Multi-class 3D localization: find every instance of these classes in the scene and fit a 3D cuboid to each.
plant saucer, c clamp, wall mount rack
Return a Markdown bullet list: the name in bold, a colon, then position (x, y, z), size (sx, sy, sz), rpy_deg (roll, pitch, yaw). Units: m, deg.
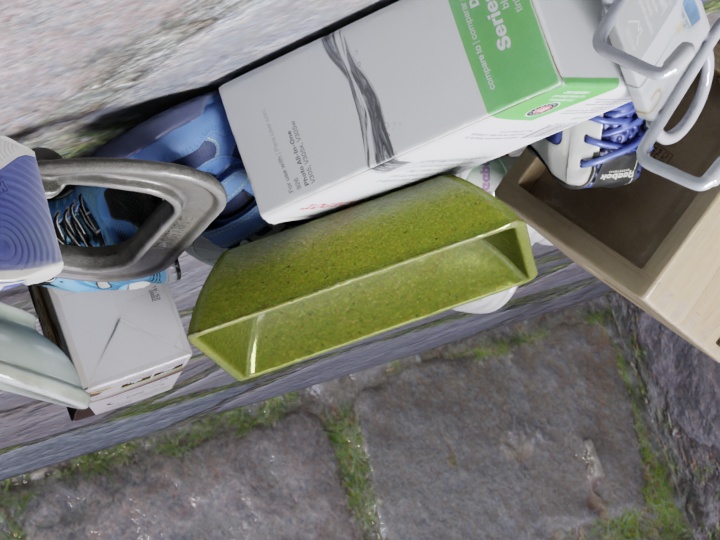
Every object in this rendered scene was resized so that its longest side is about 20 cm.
- **plant saucer**: position (0.000, 0.000, 1.567), size (0.199, 0.048, 0.200), rpy_deg (-19, 170, 3)
- **plant saucer**: position (-0.260, 0.037, 1.665), size (0.199, 0.050, 0.200), rpy_deg (16, 175, 1)
- **c clamp**: position (-0.171, -0.025, 1.479), size (0.170, 0.027, 0.200), rpy_deg (12, 155, -25)
- **wall mount rack**: position (0.197, -0.145, 1.417), size (0.174, 0.074, 0.200), rpy_deg (-56, 150, -16)

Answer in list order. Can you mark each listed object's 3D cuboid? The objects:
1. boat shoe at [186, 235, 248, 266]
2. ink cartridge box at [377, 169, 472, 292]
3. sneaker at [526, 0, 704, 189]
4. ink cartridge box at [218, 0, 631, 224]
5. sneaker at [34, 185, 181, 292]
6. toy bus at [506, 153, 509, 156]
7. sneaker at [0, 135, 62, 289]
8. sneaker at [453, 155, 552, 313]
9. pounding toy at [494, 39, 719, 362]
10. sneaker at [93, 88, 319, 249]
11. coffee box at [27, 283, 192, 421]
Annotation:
- **boat shoe**: position (-0.041, -0.063, 1.698), size (0.074, 0.065, 0.202), rpy_deg (27, 144, -27)
- **ink cartridge box**: position (-0.009, -0.028, 1.769), size (0.200, 0.050, 0.161), rpy_deg (-31, -155, 50)
- **sneaker**: position (0.152, -0.113, 1.588), size (0.080, 0.116, 0.199), rpy_deg (-17, 174, -32)
- **ink cartridge box**: position (0.044, -0.102, 1.476), size (0.199, 0.084, 0.146), rpy_deg (-23, 173, 27)
- **sneaker**: position (-0.165, -0.015, 1.623), size (0.090, 0.079, 0.200), rpy_deg (-14, 172, -16)
- **toy bus**: position (0.011, -0.053, 1.912), size (0.200, 0.065, 0.078), rpy_deg (-24, 170, 34)
- **sneaker**: position (-0.256, -0.015, 1.293), size (0.199, 0.081, 0.115), rpy_deg (-7, 171, -35)
- **sneaker**: position (0.077, -0.032, 1.832), size (0.099, 0.075, 0.200), rpy_deg (6, 154, -15)
- **pounding toy**: position (0.207, -0.069, 1.699), size (0.184, 0.200, 0.142), rpy_deg (-53, 134, 1)
- **sneaker**: position (-0.073, -0.055, 1.526), size (0.074, 0.083, 0.200), rpy_deg (-22, 170, 31)
- **coffee box**: position (-0.175, 0.030, 1.822), size (0.080, 0.113, 0.200), rpy_deg (-19, 173, -10)
